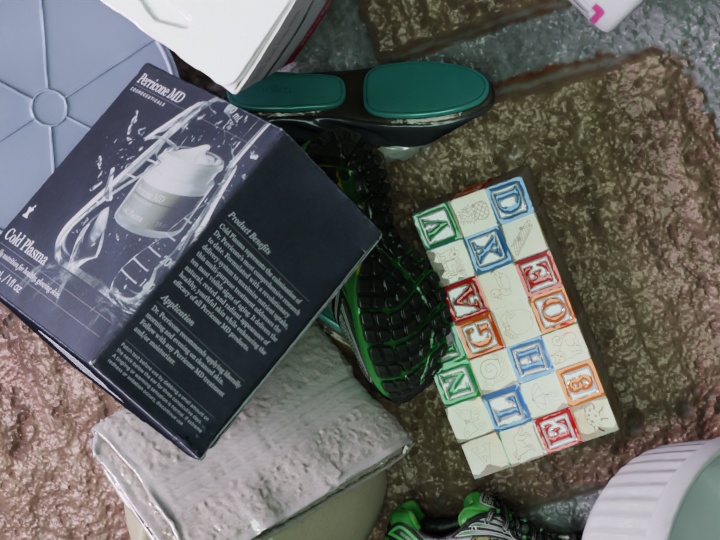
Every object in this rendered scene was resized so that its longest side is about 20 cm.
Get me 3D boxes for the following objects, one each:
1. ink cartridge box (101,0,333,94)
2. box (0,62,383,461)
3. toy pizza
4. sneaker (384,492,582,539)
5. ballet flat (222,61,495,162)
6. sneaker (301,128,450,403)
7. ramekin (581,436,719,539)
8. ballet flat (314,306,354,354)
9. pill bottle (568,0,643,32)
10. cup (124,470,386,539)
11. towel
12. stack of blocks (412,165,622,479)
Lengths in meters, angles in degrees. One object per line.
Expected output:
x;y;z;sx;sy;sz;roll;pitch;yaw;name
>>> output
-0.103;-0.205;1.524;0.145;0.200;0.084;35;104;1;ink cartridge box
-0.127;-0.011;1.483;0.197;0.200;0.124;-50;127;-9;box
-0.225;-0.115;1.572;0.200;0.032;0.201;1;88;-18;toy pizza
0.111;0.210;1.625;0.199;0.078;0.085;-1;100;10;sneaker
-0.001;-0.113;1.599;0.199;0.073;0.073;-1;101;6;ballet flat
0.000;0.000;1.578;0.085;0.078;0.200;-21;89;57;sneaker
0.247;0.214;1.557;0.105;0.200;0.201;-3;104;54;ramekin
-0.068;0.015;1.636;0.200;0.068;0.072;35;124;0;ballet flat
0.137;-0.271;1.518;0.200;0.113;0.113;43;104;-1;pill bottle
-0.093;0.172;1.608;0.200;0.143;0.201;5;111;12;cup
-0.077;0.119;1.528;0.200;0.035;0.133;-29;68;-26;towel
0.103;0.037;1.610;0.115;0.059;0.200;-20;97;12;stack of blocks
